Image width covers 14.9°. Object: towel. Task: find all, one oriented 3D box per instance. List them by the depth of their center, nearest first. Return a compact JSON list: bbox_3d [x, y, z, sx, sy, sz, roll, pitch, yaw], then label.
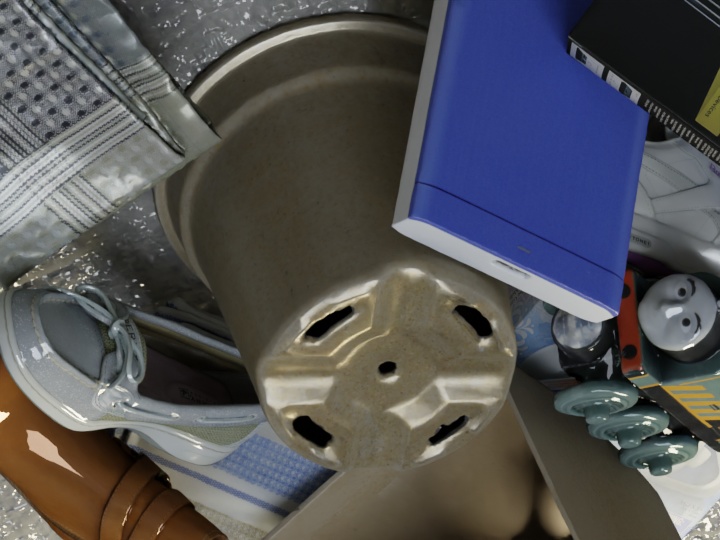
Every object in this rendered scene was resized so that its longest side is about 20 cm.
[{"bbox_3d":[-0.196,-0.072,1.362,0.200,0.035,0.193,-36,122,9],"label":"towel"},{"bbox_3d":[-0.077,0.114,1.585,0.146,0.024,0.200,23,127,-3],"label":"towel"}]

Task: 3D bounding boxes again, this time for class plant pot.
[{"bbox_3d":[0.000,0.000,1.445,0.200,0.184,0.201,-6,130,-8],"label":"plant pot"},{"bbox_3d":[0.091,0.195,1.538,0.200,0.200,0.177,-43,141,24],"label":"plant pot"}]

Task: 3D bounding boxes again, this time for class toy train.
[{"bbox_3d":[0.174,0.050,1.498,0.114,0.086,0.200,-13,156,21],"label":"toy train"}]

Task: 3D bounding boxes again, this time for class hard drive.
[{"bbox_3d":[0.090,-0.090,1.395,0.132,0.201,0.025,24,153,-28],"label":"hard drive"}]

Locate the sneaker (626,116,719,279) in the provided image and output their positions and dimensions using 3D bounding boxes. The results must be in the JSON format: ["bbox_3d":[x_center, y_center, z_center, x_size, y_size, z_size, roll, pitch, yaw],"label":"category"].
[{"bbox_3d":[0.193,-0.033,1.511,0.199,0.100,0.075,17,164,-30],"label":"sneaker"}]

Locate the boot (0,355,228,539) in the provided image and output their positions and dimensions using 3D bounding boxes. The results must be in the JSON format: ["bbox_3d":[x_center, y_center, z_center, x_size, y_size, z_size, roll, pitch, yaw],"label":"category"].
[{"bbox_3d":[-0.148,0.112,1.490,0.077,0.155,0.200,-46,157,-20],"label":"boot"}]

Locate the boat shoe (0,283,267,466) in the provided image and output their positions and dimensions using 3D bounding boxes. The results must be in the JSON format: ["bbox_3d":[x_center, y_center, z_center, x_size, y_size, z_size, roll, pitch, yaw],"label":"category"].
[{"bbox_3d":[-0.115,0.049,1.448,0.065,0.075,0.202,-30,145,24],"label":"boat shoe"}]

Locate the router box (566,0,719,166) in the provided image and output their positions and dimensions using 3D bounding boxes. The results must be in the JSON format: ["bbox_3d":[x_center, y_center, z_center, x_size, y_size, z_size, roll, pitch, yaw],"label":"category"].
[{"bbox_3d":[0.222,-0.145,1.367,0.157,0.052,0.200,37,89,5],"label":"router box"}]

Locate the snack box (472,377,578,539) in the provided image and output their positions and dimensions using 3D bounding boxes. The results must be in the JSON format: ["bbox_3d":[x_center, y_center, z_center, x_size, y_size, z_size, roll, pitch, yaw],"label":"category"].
[{"bbox_3d":[0.100,0.144,1.631,0.072,0.024,0.201,-5,131,-7],"label":"snack box"}]

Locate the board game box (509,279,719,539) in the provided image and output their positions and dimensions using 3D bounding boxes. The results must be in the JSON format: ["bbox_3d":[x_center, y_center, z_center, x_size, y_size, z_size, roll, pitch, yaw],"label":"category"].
[{"bbox_3d":[0.157,0.064,1.621,0.200,0.043,0.199,23,119,-27],"label":"board game box"}]
